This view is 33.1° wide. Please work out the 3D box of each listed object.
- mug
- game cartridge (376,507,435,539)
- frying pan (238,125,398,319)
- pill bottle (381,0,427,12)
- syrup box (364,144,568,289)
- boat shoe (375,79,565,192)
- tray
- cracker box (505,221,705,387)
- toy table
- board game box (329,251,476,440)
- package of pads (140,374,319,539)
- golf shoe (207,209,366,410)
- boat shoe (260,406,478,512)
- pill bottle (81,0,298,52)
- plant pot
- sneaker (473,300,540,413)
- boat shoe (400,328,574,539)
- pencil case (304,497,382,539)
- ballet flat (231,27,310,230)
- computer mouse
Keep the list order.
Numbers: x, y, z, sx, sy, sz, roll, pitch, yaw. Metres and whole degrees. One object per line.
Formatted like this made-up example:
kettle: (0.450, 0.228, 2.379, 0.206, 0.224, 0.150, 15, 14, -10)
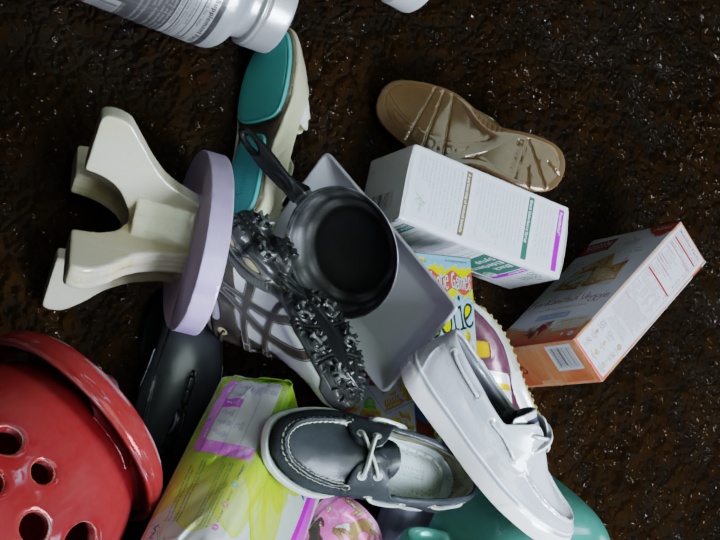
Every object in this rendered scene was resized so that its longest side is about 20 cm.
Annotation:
mug: (0.135, 0.268, 1.072, 0.185, 0.114, 0.152, -26, 122, -19)
game cartridge: (0.101, 0.265, 1.152, 0.200, 0.041, 0.133, 15, 92, -30)
frying pan: (-0.043, -0.034, 1.047, 0.031, 0.190, 0.115, -18, 135, -56)
pill bottle: (-0.016, -0.331, 1.147, 0.200, 0.114, 0.114, 23, 71, -27)
syrup box: (0.105, -0.049, 1.200, 0.200, 0.079, 0.082, 20, 72, -28)
boat shoe: (0.106, -0.132, 1.224, 0.200, 0.072, 0.072, 20, 90, -7)
tray: (0.000, 0.000, 1.064, 0.022, 0.107, 0.200, 7, 38, -54)
cracker box: (0.243, 0.036, 1.242, 0.200, 0.134, 0.058, -42, 104, -30)
toy table: (-0.177, -0.035, 0.978, 0.117, 0.200, 0.184, 15, 108, -19)
board game box: (0.039, 0.090, 1.111, 0.103, 0.105, 0.200, 4, 81, -49)
package of pads: (-0.098, 0.197, 0.951, 0.200, 0.068, 0.155, -67, 155, -44)
golf shoe: (-0.072, 0.046, 1.025, 0.200, 0.094, 0.078, 56, 24, 19)
boat shoe: (0.012, 0.148, 0.957, 0.200, 0.060, 0.076, 16, 70, -41)
pill bottle: (-0.158, -0.260, 1.049, 0.200, 0.111, 0.111, 17, 74, -29)
plant pot: (-0.255, 0.159, 0.875, 0.182, 0.200, 0.201, -41, 104, -34)
sneaker: (0.110, 0.120, 1.181, 0.090, 0.075, 0.200, -36, 101, -36)
boat shoe: (0.118, 0.135, 0.991, 0.200, 0.069, 0.072, 53, 19, 6)
pencil case: (-0.068, 0.275, 1.043, 0.083, 0.087, 0.200, 42, 58, 14)
ballet flat: (-0.081, -0.123, 1.112, 0.069, 0.069, 0.200, 21, 74, -28)
computer mouse: (-0.133, 0.122, 1.045, 0.140, 0.046, 0.200, 23, 71, -27)
